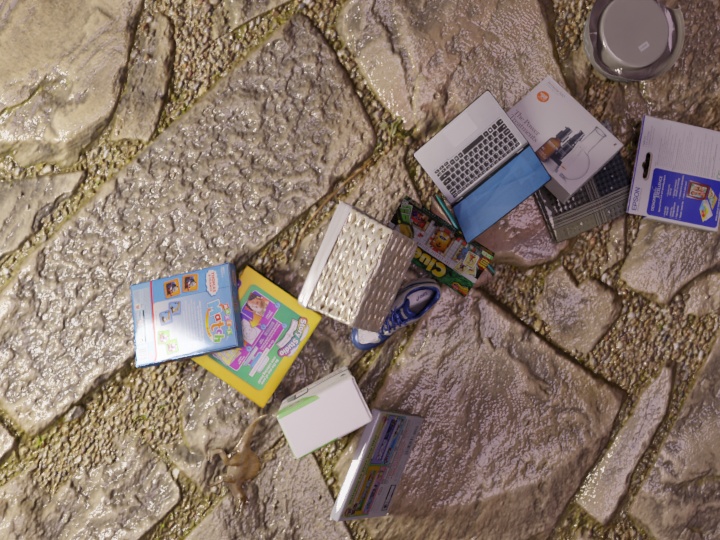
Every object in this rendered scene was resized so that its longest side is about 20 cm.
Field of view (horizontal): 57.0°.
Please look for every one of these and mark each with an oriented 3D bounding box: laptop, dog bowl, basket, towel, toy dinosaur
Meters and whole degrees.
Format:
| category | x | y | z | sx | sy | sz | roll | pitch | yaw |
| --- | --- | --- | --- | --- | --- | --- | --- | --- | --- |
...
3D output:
| category | x | y | z | sx | sy | sz | roll | pitch | yaw |
| --- | --- | --- | --- | --- | --- | --- | --- | --- | --- |
| laptop | 0.215 | -0.192 | 1.214 | 0.187 | 0.116 | 0.201 | -38 | 89 | 20 |
| dog bowl | 0.534 | -0.468 | 1.313 | 0.197 | 0.059 | 0.204 | 0 | 90 | -5 |
| basket | 0.000 | 0.000 | 1.194 | 0.122 | 0.135 | 0.202 | 24 | 92 | 29 |
| towel | 0.435 | -0.177 | 1.319 | 0.198 | 0.035 | 0.195 | -22 | 94 | -7 |
| toy dinosaur | -0.235 | 0.354 | 1.243 | 0.100 | 0.058 | 0.203 | 9 | 96 | -20 |

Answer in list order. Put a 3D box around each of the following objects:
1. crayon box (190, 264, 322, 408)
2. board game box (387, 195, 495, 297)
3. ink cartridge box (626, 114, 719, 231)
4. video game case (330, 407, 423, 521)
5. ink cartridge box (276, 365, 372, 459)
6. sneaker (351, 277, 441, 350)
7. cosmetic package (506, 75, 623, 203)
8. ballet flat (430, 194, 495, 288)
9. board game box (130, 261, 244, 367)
| category | x | y | z | sx | sy | sz | roll | pitch | yaw |
| --- | --- | --- | --- | --- | --- | --- | --- | --- | --- |
| crayon box | -0.194 | 0.121 | 1.239 | 0.172 | 0.058 | 0.201 | 34 | 87 | -5 |
| board game box | 0.142 | -0.045 | 1.250 | 0.199 | 0.023 | 0.105 | 33 | 124 | 4 |
| ink cartridge box | 0.631 | -0.193 | 1.328 | 0.197 | 0.047 | 0.201 | 11 | 90 | -4 |
| video game case | 0.034 | 0.354 | 1.211 | 0.022 | 0.181 | 0.202 | 20 | 87 | 33 |
| ink cartridge box | -0.064 | 0.246 | 1.179 | 0.144 | 0.200 | 0.085 | -27 | 89 | -5 |
| sneaker | 0.065 | 0.079 | 1.249 | 0.199 | 0.088 | 0.076 | -38 | 95 | -3 |
| cosmetic package | 0.375 | -0.252 | 1.270 | 0.150 | 0.052 | 0.200 | -41 | 79 | -13 |
| ballet flat | 0.178 | -0.049 | 1.274 | 0.067 | 0.068 | 0.201 | -37 | 92 | 12 |
| board game box | -0.314 | 0.081 | 1.196 | 0.197 | 0.037 | 0.154 | -12 | 75 | 12 |
